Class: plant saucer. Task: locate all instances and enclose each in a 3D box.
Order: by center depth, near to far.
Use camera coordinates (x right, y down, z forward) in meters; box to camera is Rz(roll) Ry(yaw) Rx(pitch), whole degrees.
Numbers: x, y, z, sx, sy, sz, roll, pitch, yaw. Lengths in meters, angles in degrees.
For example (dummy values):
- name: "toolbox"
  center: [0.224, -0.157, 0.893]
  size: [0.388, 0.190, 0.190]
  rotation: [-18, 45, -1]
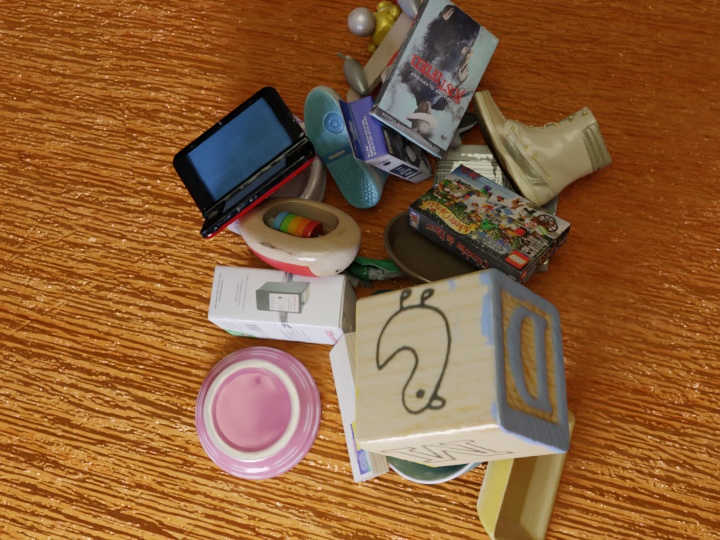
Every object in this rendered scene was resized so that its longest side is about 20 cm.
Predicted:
- name: "plant saucer"
  center: [0.224, 0.272, 1.227]
  size: [0.048, 0.200, 0.202]
  rotation: [10, 77, 34]
- name: "plant saucer"
  center: [0.128, -0.026, 1.304]
  size: [0.197, 0.030, 0.201]
  rotation: [8, 37, -6]
- name: "plant saucer"
  center: [-0.160, 0.214, 1.356]
  size: [0.198, 0.051, 0.203]
  rotation: [-2, 76, 8]

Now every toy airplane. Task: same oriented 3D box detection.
- name: "toy airplane"
  center: [0.041, -0.354, 1.385]
  size: [0.140, 0.199, 0.202]
  rotation: [22, 93, -21]

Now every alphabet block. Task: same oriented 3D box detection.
- name: "alphabet block"
  center: [0.126, 0.129, 1.104]
  size: [0.198, 0.196, 0.198]
  rotation: [-15, 63, 33]

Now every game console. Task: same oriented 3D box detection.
- name: "game console"
  center: [-0.177, -0.162, 1.299]
  size: [0.199, 0.173, 0.119]
  rotation: [-36, 105, 5]

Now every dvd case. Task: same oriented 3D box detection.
- name: "dvd case"
  center: [0.112, -0.288, 1.316]
  size: [0.022, 0.145, 0.202]
  rotation: [28, 90, 57]

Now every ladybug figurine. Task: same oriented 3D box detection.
- name: "ladybug figurine"
  center: [-0.089, -0.045, 1.278]
  size: [0.198, 0.073, 0.136]
  rotation: [21, 41, 29]

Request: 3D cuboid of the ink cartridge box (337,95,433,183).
- name: "ink cartridge box"
  center: [0.042, -0.200, 1.351]
  size: [0.039, 0.199, 0.101]
  rotation: [-23, 74, 27]

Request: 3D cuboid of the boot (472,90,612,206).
- name: "boot"
  center: [0.272, -0.211, 1.349]
  size: [0.154, 0.072, 0.201]
  rotation: [-29, 83, 4]

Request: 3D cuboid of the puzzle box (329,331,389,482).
- name: "puzzle box"
  center: [-0.005, 0.201, 1.296]
  size: [0.025, 0.133, 0.202]
  rotation: [-8, 75, -15]

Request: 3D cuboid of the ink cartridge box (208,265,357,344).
- name: "ink cartridge box"
  center: [-0.110, 0.055, 1.338]
  size: [0.197, 0.146, 0.085]
  rotation: [4, 76, 8]

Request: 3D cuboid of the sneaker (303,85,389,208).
- name: "sneaker"
  center: [-0.014, -0.209, 1.383]
  size: [0.079, 0.131, 0.202]
  rotation: [-11, 117, 28]

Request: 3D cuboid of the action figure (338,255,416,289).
- name: "action figure"
  center: [0.000, 0.000, 1.369]
  size: [0.198, 0.118, 0.055]
  rotation: [5, 89, 18]

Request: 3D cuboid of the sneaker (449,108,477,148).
- name: "sneaker"
  center: [0.140, -0.274, 1.430]
  size: [0.114, 0.075, 0.202]
  rotation: [20, 57, -19]

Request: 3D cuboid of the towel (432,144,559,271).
- name: "towel"
  center: [0.208, -0.102, 1.387]
  size: [0.197, 0.035, 0.195]
  rotation: [6, 77, 9]

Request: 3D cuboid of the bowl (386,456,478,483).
- name: "bowl"
  center: [0.126, 0.207, 1.269]
  size: [0.199, 0.105, 0.203]
  rotation: [-15, 64, 32]

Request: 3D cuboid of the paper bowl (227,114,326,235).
- name: "paper bowl"
  center: [-0.152, -0.149, 1.413]
  size: [0.198, 0.104, 0.203]
  rotation: [-2, 76, 8]

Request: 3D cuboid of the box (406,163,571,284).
- name: "box"
  center: [0.186, -0.068, 1.300]
  size: [0.199, 0.038, 0.136]
  rotation: [32, 51, 25]

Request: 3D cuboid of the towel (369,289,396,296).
- name: "towel"
  center: [0.078, 0.047, 1.290]
  size: [0.145, 0.200, 0.022]
  rotation: [-2, 95, 7]
